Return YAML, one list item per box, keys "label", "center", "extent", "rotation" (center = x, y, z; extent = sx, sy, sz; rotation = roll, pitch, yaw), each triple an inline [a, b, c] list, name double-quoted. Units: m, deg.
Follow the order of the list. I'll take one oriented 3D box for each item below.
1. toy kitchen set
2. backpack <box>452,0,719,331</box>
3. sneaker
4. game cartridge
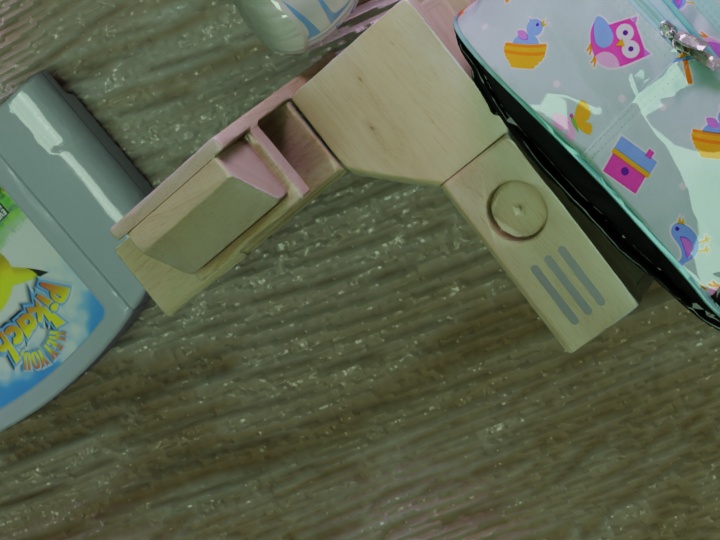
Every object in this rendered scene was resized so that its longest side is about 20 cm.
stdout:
- label: "toy kitchen set"
  center: [0.000, 0.000, 0.957]
  extent: [0.200, 0.163, 0.181]
  rotation: [-38, 93, 26]
- label: "backpack"
  center: [0.144, -0.084, 0.889]
  extent: [0.199, 0.176, 0.154]
  rotation: [38, 108, 9]
- label: "sneaker"
  center: [-0.075, -0.189, 0.986]
  extent: [0.072, 0.072, 0.200]
  rotation: [-42, 82, -18]
- label: "game cartridge"
  center: [-0.192, 0.006, 1.092]
  extent: [0.200, 0.041, 0.133]
  rotation: [-40, 97, 23]
